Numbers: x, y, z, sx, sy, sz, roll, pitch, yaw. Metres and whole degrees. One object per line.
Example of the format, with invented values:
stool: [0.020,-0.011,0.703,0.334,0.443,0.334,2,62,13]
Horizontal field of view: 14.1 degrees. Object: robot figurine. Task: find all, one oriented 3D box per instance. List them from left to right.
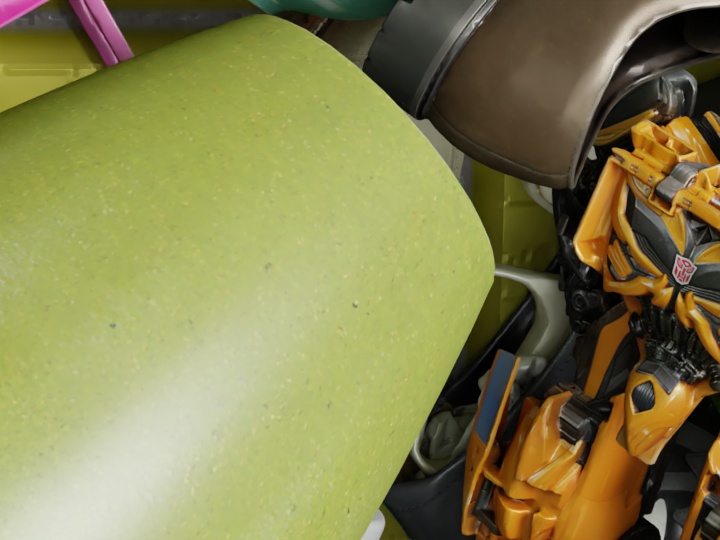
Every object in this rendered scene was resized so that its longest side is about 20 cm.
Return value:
robot figurine: [0.091,0.046,0.822,0.058,0.145,0.200,-15,130,-44]

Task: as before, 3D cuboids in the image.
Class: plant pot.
plant pot: [-0.069,0.036,0.707,0.200,0.187,0.187,-43,107,-17]

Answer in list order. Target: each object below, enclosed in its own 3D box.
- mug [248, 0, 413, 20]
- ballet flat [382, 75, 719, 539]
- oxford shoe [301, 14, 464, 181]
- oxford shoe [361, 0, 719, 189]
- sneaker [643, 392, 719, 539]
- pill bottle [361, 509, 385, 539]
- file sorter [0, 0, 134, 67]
mug: [-0.027,-0.144,0.799,0.152,0.185,0.114,42,96,18]
ballet flat: [0.068,0.004,0.909,0.073,0.073,0.200,32,96,-16]
oxford shoe: [0.000,0.000,0.885,0.071,0.074,0.200,12,101,-25]
oxford shoe: [0.094,-0.101,0.800,0.084,0.073,0.200,37,79,12]
sneaker: [0.137,0.060,0.925,0.200,0.083,0.071,-43,106,0]
pill bottle: [-0.071,0.142,0.822,0.111,0.111,0.200,24,95,-15]
file sorter: [-0.142,-0.003,0.827,0.200,0.139,0.125,-30,107,-4]
